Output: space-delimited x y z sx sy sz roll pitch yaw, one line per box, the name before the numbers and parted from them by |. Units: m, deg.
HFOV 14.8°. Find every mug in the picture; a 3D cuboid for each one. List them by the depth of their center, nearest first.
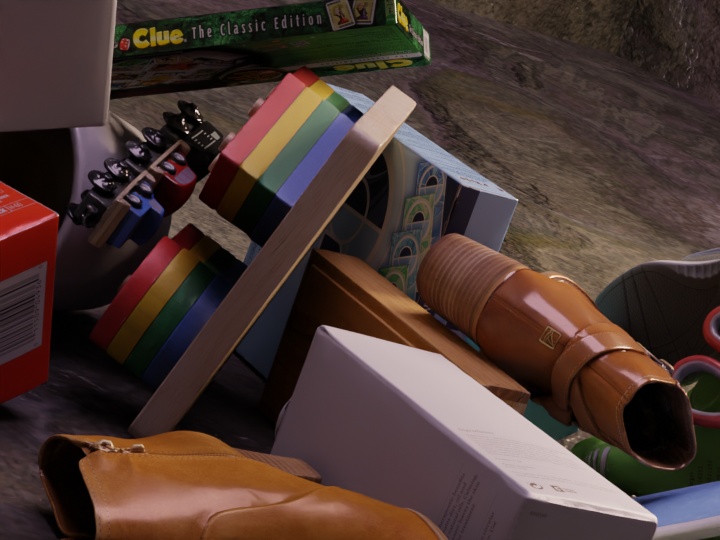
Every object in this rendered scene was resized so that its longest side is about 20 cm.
mug | -0.197 -0.051 1.592 0.186 0.150 0.153 34 8 26

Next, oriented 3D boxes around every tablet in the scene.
tablet | 0.159 0.127 1.425 0.199 0.014 0.130 -13 2 21

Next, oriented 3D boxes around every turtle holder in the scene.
turtle holder | 0.222 0.129 1.571 0.132 0.184 0.142 31 35 -77

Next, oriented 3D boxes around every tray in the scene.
tray | 0.013 0.070 1.495 0.037 0.099 0.200 12 14 -31

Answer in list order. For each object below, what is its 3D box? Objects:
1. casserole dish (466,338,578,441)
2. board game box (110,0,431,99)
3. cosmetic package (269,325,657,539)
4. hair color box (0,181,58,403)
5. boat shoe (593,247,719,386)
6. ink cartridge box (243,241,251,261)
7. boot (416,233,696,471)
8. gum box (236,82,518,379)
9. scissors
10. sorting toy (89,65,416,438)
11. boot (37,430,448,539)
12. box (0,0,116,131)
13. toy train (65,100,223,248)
casserole dish | 0.061 0.038 1.690 0.200 0.039 0.121 54 -10 -33
board game box | -0.067 -0.125 1.557 0.198 0.024 0.105 -5 -11 11
cosmetic package | 0.038 0.116 1.314 0.084 0.108 0.200 13 15 -33
hair color box | -0.244 -0.017 1.409 0.199 0.102 0.061 28 35 32
boat shoe | 0.213 0.020 1.576 0.064 0.075 0.201 -2 -16 -42
ink cartridge box | -0.029 0.020 1.824 0.094 0.037 0.200 19 14 -7
boot | 0.130 0.055 1.506 0.155 0.077 0.200 35 -5 34
gum box | 0.000 0.000 1.617 0.044 0.171 0.200 14 13 -31
scissors | 0.238 0.098 1.472 0.200 0.073 0.014 48 -1 32
sorting toy | -0.064 -0.021 1.493 0.069 0.200 0.199 37 12 -1
boot | -0.053 0.126 1.234 0.143 0.071 0.201 5 15 -34
box | -0.240 -0.148 1.431 0.198 0.107 0.152 -4 30 -21
toy train | -0.113 -0.050 1.512 0.046 0.034 0.200 39 21 0
